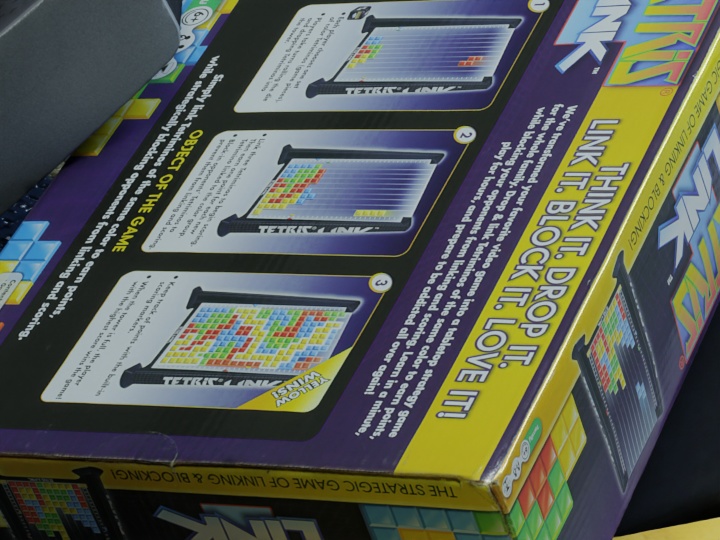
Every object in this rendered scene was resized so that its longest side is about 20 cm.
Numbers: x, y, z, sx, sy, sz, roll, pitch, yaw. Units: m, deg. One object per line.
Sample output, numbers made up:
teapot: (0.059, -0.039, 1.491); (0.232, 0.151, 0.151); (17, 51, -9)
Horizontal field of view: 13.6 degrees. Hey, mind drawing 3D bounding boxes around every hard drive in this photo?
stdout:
hard drive: (-0.127, -0.032, 0.805); (0.200, 0.042, 0.135); (-38, 18, 12)

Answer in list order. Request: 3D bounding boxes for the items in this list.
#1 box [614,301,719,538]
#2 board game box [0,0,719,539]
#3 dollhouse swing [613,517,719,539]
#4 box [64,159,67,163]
box: (0.136, -0.002, 0.805); (0.199, 0.117, 0.197); (-26, 44, 19)
board game box: (0.000, 0.000, 0.725); (0.165, 0.057, 0.200); (2, 40, 28)
dollhouse swing: (0.069, 0.172, 0.646); (0.199, 0.183, 0.176); (-10, 16, -16)
box: (0.009, -0.043, 0.983); (0.101, 0.113, 0.200); (-6, 23, 37)
